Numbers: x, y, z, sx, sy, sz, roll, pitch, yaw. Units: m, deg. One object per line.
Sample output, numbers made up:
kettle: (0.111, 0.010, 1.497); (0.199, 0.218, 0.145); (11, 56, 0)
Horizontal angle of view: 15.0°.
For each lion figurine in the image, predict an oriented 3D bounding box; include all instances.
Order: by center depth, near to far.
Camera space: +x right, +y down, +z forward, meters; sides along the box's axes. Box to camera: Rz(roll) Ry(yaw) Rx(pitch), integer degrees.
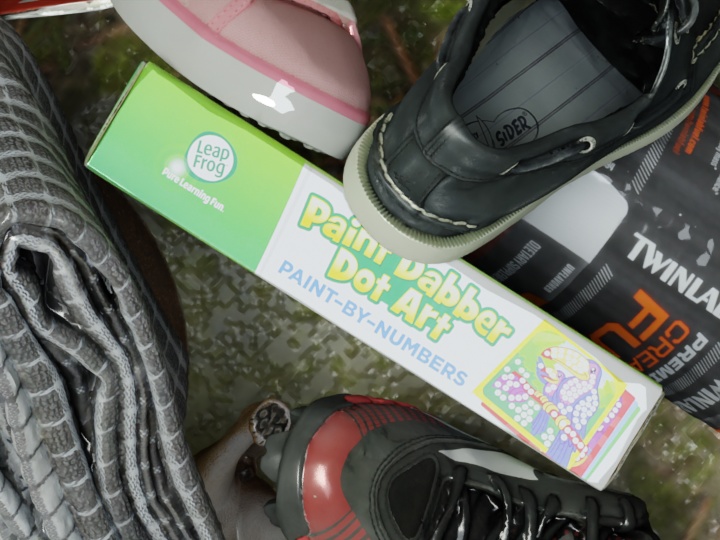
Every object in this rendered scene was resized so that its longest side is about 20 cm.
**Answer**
lion figurine: (-0.072, 0.126, 1.032); (0.072, 0.122, 0.200); (43, 75, -10)

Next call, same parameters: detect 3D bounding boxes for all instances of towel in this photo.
towel: (-0.107, 0.023, 0.926); (0.085, 0.166, 0.201); (-26, 127, -5)

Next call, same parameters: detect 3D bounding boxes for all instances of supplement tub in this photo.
supplement tub: (0.131, -0.003, 1.003); (0.199, 0.107, 0.107); (32, 99, -9)

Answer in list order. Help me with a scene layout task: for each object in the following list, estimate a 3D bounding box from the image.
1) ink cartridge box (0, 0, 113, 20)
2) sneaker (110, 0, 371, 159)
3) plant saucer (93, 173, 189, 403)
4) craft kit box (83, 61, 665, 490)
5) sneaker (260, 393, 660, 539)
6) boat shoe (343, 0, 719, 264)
ink cartridge box: (-0.178, -0.116, 0.996); (0.198, 0.109, 0.051); (-5, 101, 2)
sneaker: (-0.036, -0.127, 0.923); (0.075, 0.200, 0.105); (23, 111, -38)
plant saucer: (-0.166, 0.040, 1.059); (0.199, 0.037, 0.202); (0, 100, 2)
craft kit box: (0.000, 0.000, 0.963); (0.199, 0.198, 0.049); (32, 87, -3)
sneaker: (0.052, 0.098, 0.986); (0.200, 0.097, 0.071); (32, 71, -41)
boat shoe: (0.075, -0.079, 0.890); (0.199, 0.066, 0.075); (-34, 79, -34)
